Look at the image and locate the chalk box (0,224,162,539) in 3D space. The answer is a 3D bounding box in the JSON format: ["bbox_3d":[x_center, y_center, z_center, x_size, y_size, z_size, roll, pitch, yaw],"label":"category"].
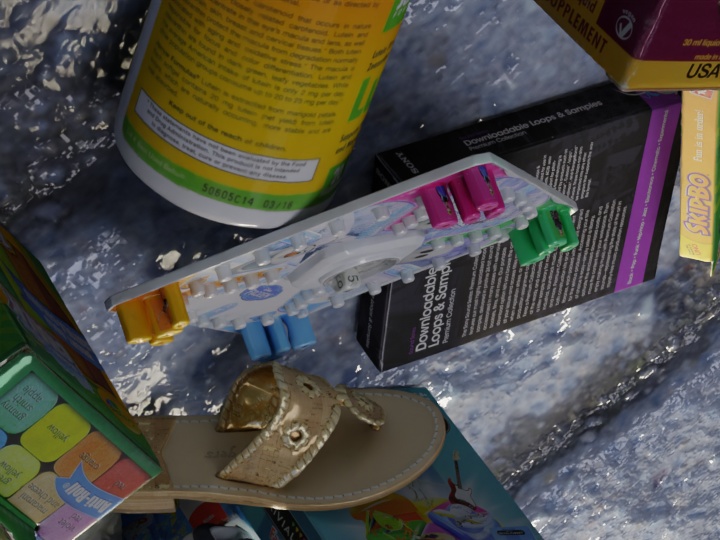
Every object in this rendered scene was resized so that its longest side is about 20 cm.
[{"bbox_3d":[-0.184,0.065,0.927,0.124,0.200,0.125,-38,142,0],"label":"chalk box"}]

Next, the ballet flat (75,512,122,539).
[{"bbox_3d":[-0.211,0.194,1.134,0.200,0.072,0.072,-33,142,-7],"label":"ballet flat"}]

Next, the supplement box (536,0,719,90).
[{"bbox_3d":[0.162,-0.203,0.982,0.103,0.131,0.200,-4,130,-36],"label":"supplement box"}]

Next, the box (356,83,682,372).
[{"bbox_3d":[0.094,-0.030,1.189,0.200,0.036,0.143,-18,137,-26],"label":"box"}]

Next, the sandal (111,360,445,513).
[{"bbox_3d":[-0.054,0.084,1.118,0.211,0.078,0.070,-6,140,-7],"label":"sandal"}]

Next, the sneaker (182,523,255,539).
[{"bbox_3d":[-0.081,0.219,1.179,0.108,0.070,0.200,-34,139,-4],"label":"sneaker"}]

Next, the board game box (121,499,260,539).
[{"bbox_3d":[-0.123,0.228,1.256,0.196,0.056,0.200,-38,142,-1],"label":"board game box"}]

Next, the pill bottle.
[{"bbox_3d":[-0.034,-0.129,0.927,0.111,0.111,0.200,-4,130,-36],"label":"pill bottle"}]

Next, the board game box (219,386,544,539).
[{"bbox_3d":[0.022,0.150,1.177,0.151,0.200,0.047,-1,129,-38],"label":"board game box"}]

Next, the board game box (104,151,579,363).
[{"bbox_3d":[0.000,0.000,1.034,0.199,0.026,0.200,-21,169,15],"label":"board game box"}]

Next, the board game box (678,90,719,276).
[{"bbox_3d":[0.206,-0.095,1.179,0.200,0.030,0.096,78,29,-47],"label":"board game box"}]
